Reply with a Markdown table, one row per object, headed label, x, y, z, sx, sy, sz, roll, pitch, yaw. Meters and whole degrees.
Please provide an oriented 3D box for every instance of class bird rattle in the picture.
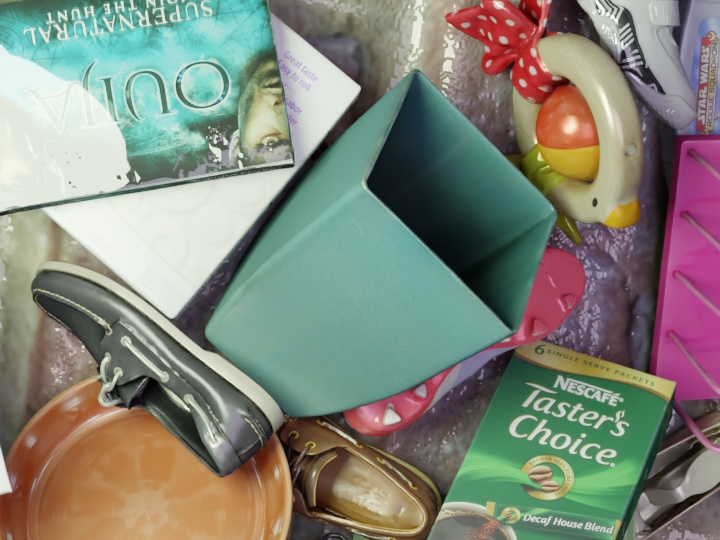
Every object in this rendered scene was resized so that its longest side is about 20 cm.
| label | x | y | z | sx | sy | sz | roll | pitch | yaw |
| --- | --- | --- | --- | --- | --- | --- | --- | --- | --- |
| bird rattle | 0.142 | -0.108 | 1.622 | 0.112 | 0.163 | 0.201 | -8 | 109 | -31 |

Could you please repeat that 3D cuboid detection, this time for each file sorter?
| label | x | y | z | sx | sy | sz | roll | pitch | yaw |
| --- | --- | --- | --- | --- | --- | --- | --- | --- | --- |
| file sorter | 0.297 | 0.018 | 1.665 | 0.138 | 0.125 | 0.201 | -2 | 112 | -15 |

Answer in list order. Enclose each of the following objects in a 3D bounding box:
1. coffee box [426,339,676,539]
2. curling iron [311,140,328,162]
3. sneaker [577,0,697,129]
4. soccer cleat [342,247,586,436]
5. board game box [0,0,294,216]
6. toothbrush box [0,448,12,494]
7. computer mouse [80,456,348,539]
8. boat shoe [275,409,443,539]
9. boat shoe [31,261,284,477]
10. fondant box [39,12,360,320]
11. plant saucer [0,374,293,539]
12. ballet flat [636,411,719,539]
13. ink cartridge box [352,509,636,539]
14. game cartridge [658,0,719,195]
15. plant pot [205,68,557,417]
| label | x | y | z | sx | sy | sz | roll | pitch | yaw |
| --- | --- | --- | --- | --- | --- | --- | --- | --- | --- |
| coffee box | 0.130 | 0.143 | 1.627 | 0.122 | 0.044 | 0.201 | 18 | 53 | 16 |
| curling iron | -0.015 | -0.047 | 1.649 | 0.050 | 0.026 | 0.200 | -44 | 104 | -7 |
| sneaker | 0.205 | -0.204 | 1.643 | 0.115 | 0.075 | 0.201 | -32 | 93 | 5 |
| soccer cleat | 0.069 | 0.048 | 1.665 | 0.200 | 0.076 | 0.067 | -36 | 92 | -15 |
| board game box | -0.150 | -0.118 | 1.542 | 0.199 | 0.028 | 0.136 | -10 | 86 | -2 |
| toothbrush box | -0.288 | 0.063 | 1.504 | 0.085 | 0.200 | 0.147 | -15 | 100 | -12 |
| computer mouse | -0.112 | 0.215 | 1.619 | 0.199 | 0.046 | 0.141 | 24 | 58 | -6 |
| boat shoe | -0.035 | 0.133 | 1.631 | 0.199 | 0.068 | 0.072 | 24 | 90 | 1 |
| boat shoe | -0.147 | 0.065 | 1.571 | 0.199 | 0.073 | 0.063 | 33 | 69 | 13 |
| fondant box | -0.117 | -0.088 | 1.584 | 0.144 | 0.058 | 0.200 | 39 | 86 | 0 |
| plant saucer | -0.143 | 0.159 | 1.577 | 0.199 | 0.032 | 0.201 | -1 | 62 | 1 |
| ballet flat | 0.204 | 0.164 | 1.714 | 0.199 | 0.069 | 0.070 | -32 | 104 | -8 |
| ink cartridge box | 0.091 | 0.231 | 1.651 | 0.199 | 0.048 | 0.147 | 1 | 76 | 2 |
| game cartridge | 0.282 | -0.133 | 1.711 | 0.132 | 0.042 | 0.201 | 0 | 97 | -19 |
| plant pot | 0.000 | 0.000 | 1.571 | 0.141 | 0.142 | 0.200 | 44 | 126 | -16 |
